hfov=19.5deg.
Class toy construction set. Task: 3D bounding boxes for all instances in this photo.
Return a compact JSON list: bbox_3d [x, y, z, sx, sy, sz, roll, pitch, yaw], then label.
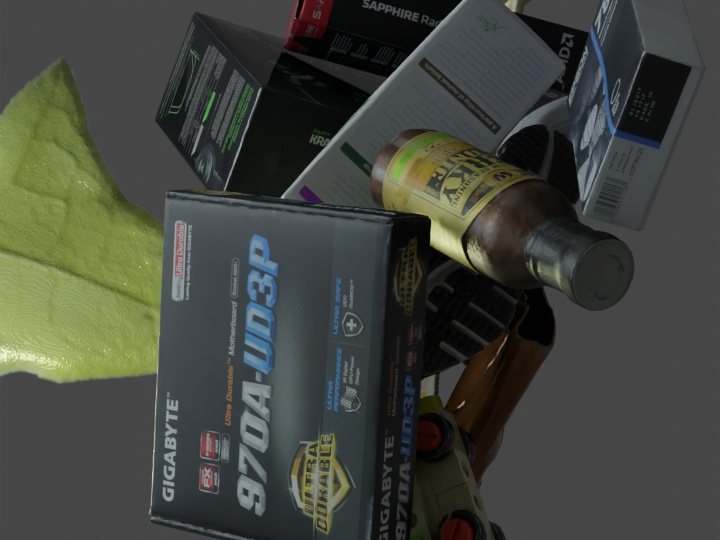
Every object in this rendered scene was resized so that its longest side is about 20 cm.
[{"bbox_3d":[0.013,0.147,1.251,0.200,0.131,0.092,68,-163,10],"label":"toy construction set"}]

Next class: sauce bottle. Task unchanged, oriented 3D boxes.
[{"bbox_3d":[0.079,-0.028,1.167,0.200,0.065,0.065,29,106,54],"label":"sauce bottle"}]

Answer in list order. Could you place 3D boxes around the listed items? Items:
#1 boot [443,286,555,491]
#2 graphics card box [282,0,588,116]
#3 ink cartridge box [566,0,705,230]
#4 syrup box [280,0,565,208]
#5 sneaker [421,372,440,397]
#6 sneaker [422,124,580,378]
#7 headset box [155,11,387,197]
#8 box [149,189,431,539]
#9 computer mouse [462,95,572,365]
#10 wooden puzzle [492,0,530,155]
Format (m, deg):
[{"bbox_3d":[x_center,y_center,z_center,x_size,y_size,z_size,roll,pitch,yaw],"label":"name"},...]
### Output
[{"bbox_3d":[0.063,0.083,1.353,0.188,0.068,0.200,-79,8,-69],"label":"boot"},{"bbox_3d":[0.050,-0.161,1.474,0.125,0.200,0.051,140,146,-83],"label":"graphics card box"},{"bbox_3d":[0.149,-0.109,1.168,0.200,0.039,0.100,-84,10,-64],"label":"ink cartridge box"},{"bbox_3d":[0.031,-0.077,1.315,0.200,0.081,0.079,-47,1,-22],"label":"syrup box"},{"bbox_3d":[0.014,0.090,1.714,0.200,0.090,0.070,-88,15,-68],"label":"sneaker"},{"bbox_3d":[0.067,-0.001,1.292,0.200,0.074,0.080,-49,3,-31],"label":"sneaker"},{"bbox_3d":[-0.033,-0.095,1.509,0.093,0.174,0.200,-69,27,15],"label":"headset box"},{"bbox_3d":[-0.042,0.059,1.205,0.046,0.159,0.201,-7,-77,-57],"label":"box"},{"bbox_3d":[0.099,-0.032,1.429,0.110,0.044,0.200,-84,11,-68],"label":"computer mouse"},{"bbox_3d":[0.095,-0.143,1.798,0.185,0.046,0.200,165,120,-84],"label":"wooden puzzle"}]
